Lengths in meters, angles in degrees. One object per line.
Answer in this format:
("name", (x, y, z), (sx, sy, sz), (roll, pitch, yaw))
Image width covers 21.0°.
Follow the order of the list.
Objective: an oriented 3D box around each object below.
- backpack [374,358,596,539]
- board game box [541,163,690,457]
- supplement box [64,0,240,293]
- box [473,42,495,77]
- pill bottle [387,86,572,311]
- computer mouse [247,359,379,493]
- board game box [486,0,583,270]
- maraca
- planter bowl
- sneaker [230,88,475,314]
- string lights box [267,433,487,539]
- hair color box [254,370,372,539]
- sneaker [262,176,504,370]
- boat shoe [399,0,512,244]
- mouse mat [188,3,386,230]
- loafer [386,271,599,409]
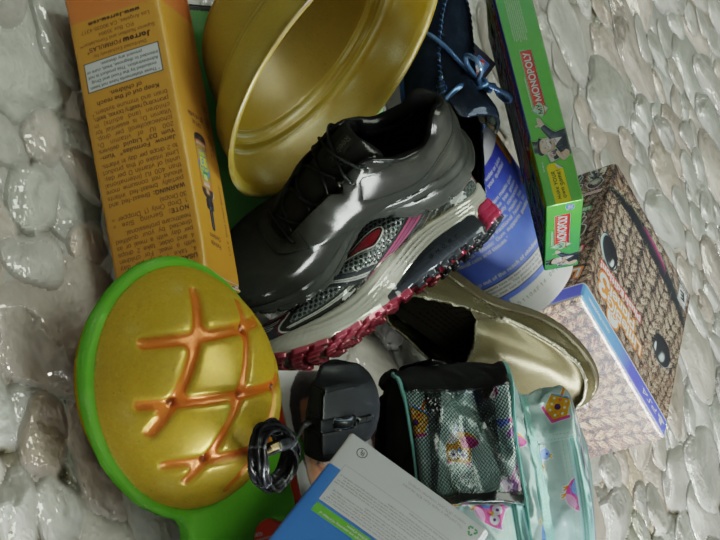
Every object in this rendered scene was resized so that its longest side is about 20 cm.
("backpack", (0.083, 0.174, 1.330), (0.176, 0.152, 0.202), (105, -14, -73))
("board game box", (0.200, 0.036, 1.688), (0.160, 0.096, 0.201), (56, 32, -25))
("supplement box", (-0.129, -0.079, 1.205), (0.067, 0.068, 0.202), (30, 45, -71))
("box", (0.001, -0.215, 1.465), (0.200, 0.038, 0.136), (36, 3, -46))
("pill bottle", (0.073, -0.056, 1.504), (0.200, 0.111, 0.112), (54, 33, -29))
("computer mouse", (-0.023, 0.094, 1.161), (0.200, 0.034, 0.059), (-29, 127, -71))
("board game box", (0.127, -0.117, 1.430), (0.135, 0.029, 0.202), (74, 4, -70))
("maraca", (-0.097, 0.086, 1.136), (0.137, 0.107, 0.201), (-45, 122, -31))
("planter bowl", (-0.043, -0.152, 1.252), (0.083, 0.201, 0.200), (39, 23, 19))
("sneaker", (-0.019, -0.052, 1.247), (0.076, 0.200, 0.091), (48, -10, 27))
("string lights box", (-0.025, 0.204, 1.118), (0.102, 0.059, 0.200), (35, 60, 10))
("hair color box", (-0.030, 0.168, 1.250), (0.101, 0.061, 0.202), (3, 71, -58))
("sneaker", (0.000, 0.000, 1.311), (0.075, 0.200, 0.081), (51, -13, 8))
("boat shoe", (0.074, -0.106, 1.390), (0.084, 0.068, 0.202), (7, 79, -53))
("mouse mat", (-0.059, -0.098, 1.315), (0.199, 0.008, 0.162), (-1, 84, -38))
("loafer", (0.088, 0.057, 1.453), (0.199, 0.076, 0.068), (28, 34, -9))
